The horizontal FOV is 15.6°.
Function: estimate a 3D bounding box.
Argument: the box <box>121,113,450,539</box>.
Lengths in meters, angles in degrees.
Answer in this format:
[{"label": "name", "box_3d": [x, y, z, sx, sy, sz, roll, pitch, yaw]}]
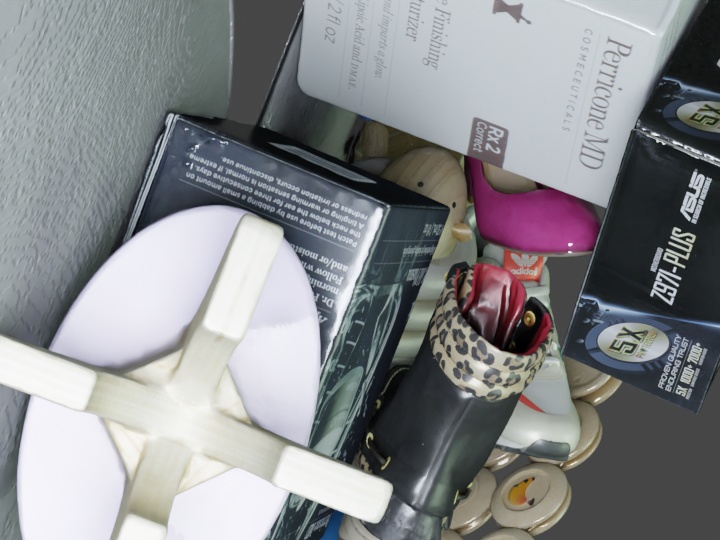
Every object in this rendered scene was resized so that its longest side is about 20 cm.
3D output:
[{"label": "box", "box_3d": [-0.055, 0.035, 1.333, 0.200, 0.123, 0.198, -7, 120, -79]}]

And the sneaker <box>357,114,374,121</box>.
[{"label": "sneaker", "box_3d": [0.046, -0.143, 1.619, 0.200, 0.082, 0.071, -49, 159, -62]}]

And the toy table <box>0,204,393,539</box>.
[{"label": "toy table", "box_3d": [-0.080, 0.069, 1.150, 0.117, 0.183, 0.201, -174, -86, -83]}]

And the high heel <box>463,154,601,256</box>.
[{"label": "high heel", "box_3d": [0.094, -0.071, 1.516, 0.200, 0.067, 0.097, -138, -133, -66]}]

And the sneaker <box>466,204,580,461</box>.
[{"label": "sneaker", "box_3d": [0.085, 0.032, 1.567, 0.200, 0.070, 0.094, -120, -136, -57]}]

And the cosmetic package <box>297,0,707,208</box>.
[{"label": "cosmetic package", "box_3d": [0.089, -0.171, 1.445, 0.165, 0.199, 0.166, 96, 18, -57]}]

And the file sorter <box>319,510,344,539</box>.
[{"label": "file sorter", "box_3d": [-0.061, 0.196, 1.457, 0.200, 0.138, 0.124, -26, 126, -65]}]

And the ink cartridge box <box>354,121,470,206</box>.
[{"label": "ink cartridge box", "box_3d": [0.066, -0.129, 1.788, 0.165, 0.075, 0.201, 84, 28, -73]}]

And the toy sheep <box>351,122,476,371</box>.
[{"label": "toy sheep", "box_3d": [0.000, 0.000, 1.551, 0.200, 0.138, 0.138, -54, -179, 38]}]

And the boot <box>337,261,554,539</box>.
[{"label": "boot", "box_3d": [0.047, 0.065, 1.429, 0.200, 0.073, 0.151, -69, -175, -66]}]

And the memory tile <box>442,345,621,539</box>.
[{"label": "memory tile", "box_3d": [0.069, 0.118, 1.585, 0.017, 0.153, 0.201, 58, 45, -35]}]

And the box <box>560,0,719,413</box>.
[{"label": "box", "box_3d": [0.197, -0.052, 1.435, 0.200, 0.086, 0.164, -55, 164, -47]}]
